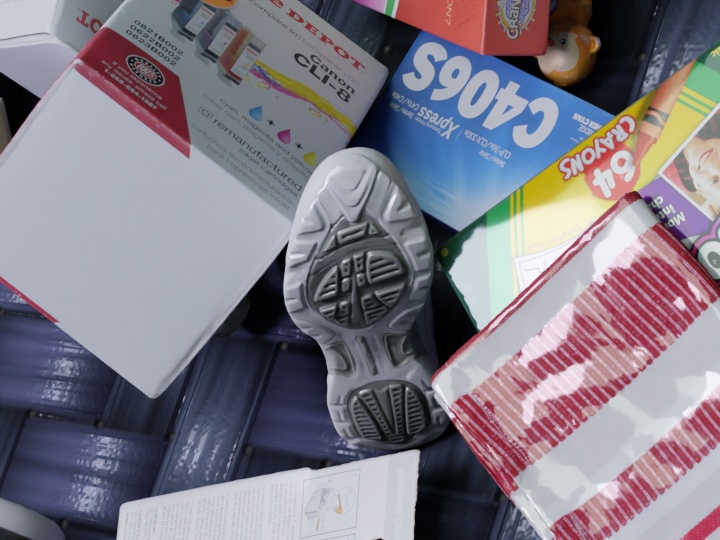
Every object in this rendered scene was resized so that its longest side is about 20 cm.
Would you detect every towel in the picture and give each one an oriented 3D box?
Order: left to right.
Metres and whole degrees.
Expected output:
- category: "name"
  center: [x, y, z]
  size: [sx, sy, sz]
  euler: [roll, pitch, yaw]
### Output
- category: "towel"
  center: [0.136, 0.081, 1.228]
  size: [0.144, 0.023, 0.200]
  euler: [-43, 68, 16]

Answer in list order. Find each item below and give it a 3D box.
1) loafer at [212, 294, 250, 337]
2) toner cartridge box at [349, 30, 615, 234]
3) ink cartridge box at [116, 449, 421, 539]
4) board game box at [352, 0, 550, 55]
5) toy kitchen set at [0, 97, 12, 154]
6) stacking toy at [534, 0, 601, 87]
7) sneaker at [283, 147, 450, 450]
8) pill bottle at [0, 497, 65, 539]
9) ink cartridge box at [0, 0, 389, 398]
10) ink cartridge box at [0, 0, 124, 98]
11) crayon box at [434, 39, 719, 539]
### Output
- category: "loafer"
  center: [-0.137, 0.000, 1.562]
  size: [0.200, 0.070, 0.070]
  euler: [33, 104, 47]
- category: "toner cartridge box"
  center: [0.083, -0.056, 1.416]
  size: [0.200, 0.043, 0.095]
  euler: [31, 90, 45]
- category: "ink cartridge box"
  center: [-0.047, 0.189, 1.392]
  size: [0.200, 0.050, 0.161]
  euler: [-13, 59, 30]
- category: "board game box"
  center: [0.046, -0.211, 1.451]
  size: [0.200, 0.040, 0.154]
  euler: [-148, 58, -62]
- category: "toy kitchen set"
  center: [-0.224, -0.103, 1.687]
  size: [0.163, 0.180, 0.201]
  euler: [3, 108, 44]
- category: "stacking toy"
  center: [0.119, -0.198, 1.441]
  size: [0.116, 0.110, 0.201]
  euler: [-1, 77, 39]
- category: "sneaker"
  center: [0.000, 0.000, 1.361]
  size: [0.078, 0.200, 0.100]
  euler: [-6, 47, 0]
- category: "pill bottle"
  center: [-0.247, 0.227, 1.487]
  size: [0.112, 0.112, 0.201]
  euler: [0, 66, 40]
- category: "ink cartridge box"
  center: [-0.099, -0.064, 1.426]
  size: [0.145, 0.145, 0.200]
  euler: [-50, 6, 31]
- category: "ink cartridge box"
  center: [-0.144, -0.196, 1.617]
  size: [0.084, 0.145, 0.201]
  euler: [-4, 64, 40]
- category: "crayon box"
  center: [0.161, 0.008, 1.268]
  size: [0.200, 0.058, 0.173]
  euler: [-37, 67, 19]
